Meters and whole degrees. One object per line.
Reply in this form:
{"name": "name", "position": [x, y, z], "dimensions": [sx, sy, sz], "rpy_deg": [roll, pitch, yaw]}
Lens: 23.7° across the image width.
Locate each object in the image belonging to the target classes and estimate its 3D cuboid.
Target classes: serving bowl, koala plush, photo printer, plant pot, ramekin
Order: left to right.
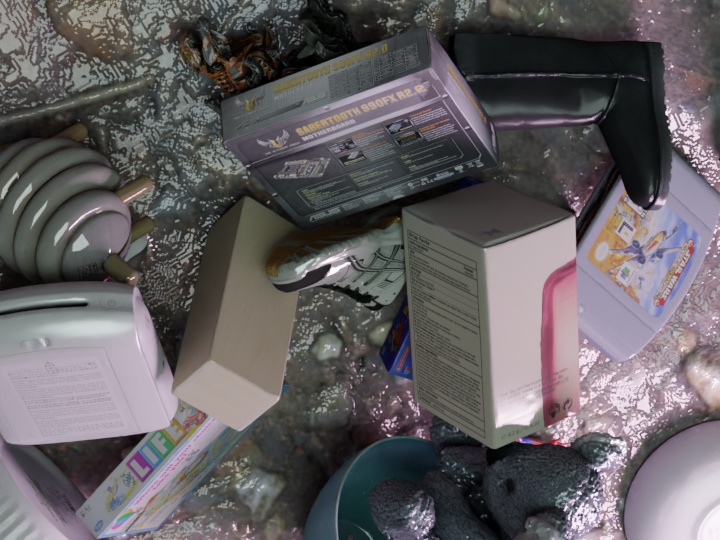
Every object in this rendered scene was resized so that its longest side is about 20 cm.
{"name": "ramekin", "position": [-0.317, 0.238, 1.569], "dimensions": [0.105, 0.200, 0.200], "rpy_deg": [-42, 115, 2]}
{"name": "photo printer", "position": [-0.251, 0.076, 1.463], "dimensions": [0.165, 0.070, 0.200], "rpy_deg": [-7, 150, 2]}
{"name": "plant pot", "position": [0.020, 0.277, 1.681], "dimensions": [0.200, 0.201, 0.135], "rpy_deg": [32, 143, -23]}
{"name": "koala plush", "position": [0.150, 0.214, 1.583], "dimensions": [0.184, 0.200, 0.177], "rpy_deg": [51, 51, -12]}
{"name": "serving bowl", "position": [0.382, 0.260, 1.809], "dimensions": [0.199, 0.066, 0.201], "rpy_deg": [-4, 113, -10]}

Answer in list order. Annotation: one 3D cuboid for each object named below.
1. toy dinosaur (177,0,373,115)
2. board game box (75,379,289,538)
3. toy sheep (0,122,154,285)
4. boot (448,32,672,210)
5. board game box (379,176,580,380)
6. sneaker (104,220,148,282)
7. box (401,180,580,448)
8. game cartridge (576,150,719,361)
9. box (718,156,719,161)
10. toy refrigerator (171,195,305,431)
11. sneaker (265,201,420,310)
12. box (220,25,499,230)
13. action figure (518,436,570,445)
{"name": "toy dinosaur", "position": [-0.062, -0.171, 1.529], "dimensions": [0.199, 0.102, 0.136], "rpy_deg": [20, 123, -40]}
{"name": "board game box", "position": [-0.165, 0.166, 1.613], "dimensions": [0.034, 0.134, 0.200], "rpy_deg": [45, 98, 15]}
{"name": "toy sheep", "position": [-0.255, -0.049, 1.477], "dimensions": [0.138, 0.200, 0.138], "rpy_deg": [-33, 142, -31]}
{"name": "boot", "position": [0.178, -0.136, 1.566], "dimensions": [0.199, 0.066, 0.166], "rpy_deg": [1, 75, -14]}
{"name": "board game box", "position": [0.121, 0.024, 1.661], "dimensions": [0.134, 0.045, 0.201], "rpy_deg": [19, 107, -19]}
{"name": "sneaker", "position": [-0.246, 0.038, 1.577], "dimensions": [0.082, 0.077, 0.200], "rpy_deg": [30, 114, -31]}
{"name": "box", "position": [0.119, 0.037, 1.557], "dimensions": [0.109, 0.128, 0.201], "rpy_deg": [-18, 118, -30]}
{"name": "game cartridge", "position": [0.264, -0.022, 1.639], "dimensions": [0.133, 0.041, 0.201], "rpy_deg": [37, 76, -20]}
{"name": "box", "position": [0.441, -0.144, 1.600], "dimensions": [0.044, 0.160, 0.200], "rpy_deg": [33, 101, -24]}
{"name": "toy refrigerator", "position": [-0.107, 0.037, 1.529], "dimensions": [0.076, 0.201, 0.070], "rpy_deg": [31, 132, -23]}
{"name": "sneaker", "position": [0.000, 0.000, 1.560], "dimensions": [0.199, 0.075, 0.088], "rpy_deg": [-19, 110, -41]}
{"name": "box", "position": [0.001, -0.119, 1.495], "dimensions": [0.199, 0.049, 0.158], "rpy_deg": [-19, 144, 19]}
{"name": "action figure", "position": [0.154, 0.232, 1.747], "dimensions": [0.098, 0.065, 0.201], "rpy_deg": [16, 109, -11]}
